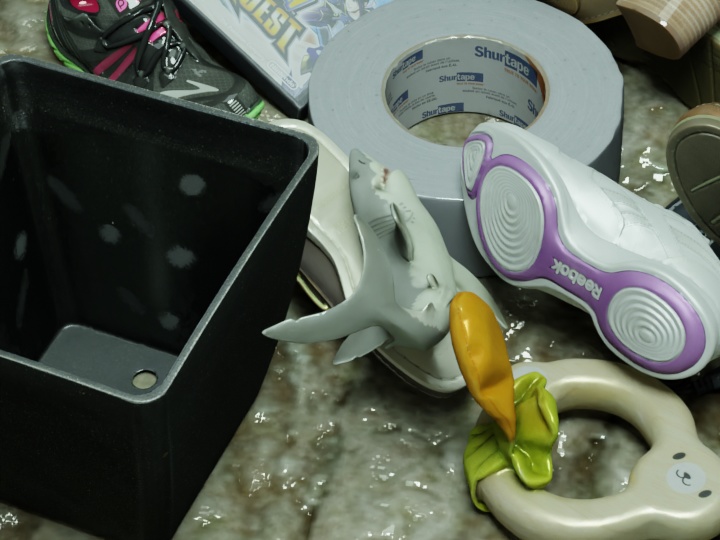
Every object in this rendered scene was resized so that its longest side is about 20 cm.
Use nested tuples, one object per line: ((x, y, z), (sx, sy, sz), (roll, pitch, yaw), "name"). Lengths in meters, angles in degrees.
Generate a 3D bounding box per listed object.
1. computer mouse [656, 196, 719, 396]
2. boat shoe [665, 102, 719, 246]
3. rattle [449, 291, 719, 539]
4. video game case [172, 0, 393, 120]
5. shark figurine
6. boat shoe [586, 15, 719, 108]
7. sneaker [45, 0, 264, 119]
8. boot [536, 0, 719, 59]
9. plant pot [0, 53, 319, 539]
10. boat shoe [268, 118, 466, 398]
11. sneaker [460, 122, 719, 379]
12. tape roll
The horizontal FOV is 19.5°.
((0.226, -0.005, 1.241), (0.198, 0.046, 0.141), (-20, 48, -16), "computer mouse")
((0.252, -0.039, 1.202), (0.072, 0.200, 0.068), (-26, 34, 45), "boat shoe")
((0.153, 0.076, 1.108), (0.198, 0.144, 0.130), (14, 33, 23), "rattle")
((-0.050, -0.226, 1.410), (0.200, 0.026, 0.181), (43, 71, 11), "video game case")
((0.011, 0.023, 1.128), (0.089, 0.128, 0.215), (-37, 11, 15), "shark figurine")
((0.219, -0.155, 1.370), (0.063, 0.074, 0.200), (-37, 48, -23), "boat shoe")
((-0.144, -0.146, 1.366), (0.199, 0.084, 0.077), (35, 57, 30), "sneaker")
((0.181, -0.231, 1.338), (0.155, 0.077, 0.199), (-48, 46, -13), "boot")
((-0.143, 0.031, 1.132), (0.198, 0.178, 0.200), (15, 49, 18), "plant pot")
((0.000, 0.000, 1.230), (0.072, 0.060, 0.200), (-32, 69, -24), "boat shoe")
((0.138, -0.013, 1.192), (0.200, 0.075, 0.099), (44, 34, 24), "sneaker")
((0.066, -0.090, 1.316), (0.198, 0.067, 0.201), (-2, 46, 2), "tape roll")
